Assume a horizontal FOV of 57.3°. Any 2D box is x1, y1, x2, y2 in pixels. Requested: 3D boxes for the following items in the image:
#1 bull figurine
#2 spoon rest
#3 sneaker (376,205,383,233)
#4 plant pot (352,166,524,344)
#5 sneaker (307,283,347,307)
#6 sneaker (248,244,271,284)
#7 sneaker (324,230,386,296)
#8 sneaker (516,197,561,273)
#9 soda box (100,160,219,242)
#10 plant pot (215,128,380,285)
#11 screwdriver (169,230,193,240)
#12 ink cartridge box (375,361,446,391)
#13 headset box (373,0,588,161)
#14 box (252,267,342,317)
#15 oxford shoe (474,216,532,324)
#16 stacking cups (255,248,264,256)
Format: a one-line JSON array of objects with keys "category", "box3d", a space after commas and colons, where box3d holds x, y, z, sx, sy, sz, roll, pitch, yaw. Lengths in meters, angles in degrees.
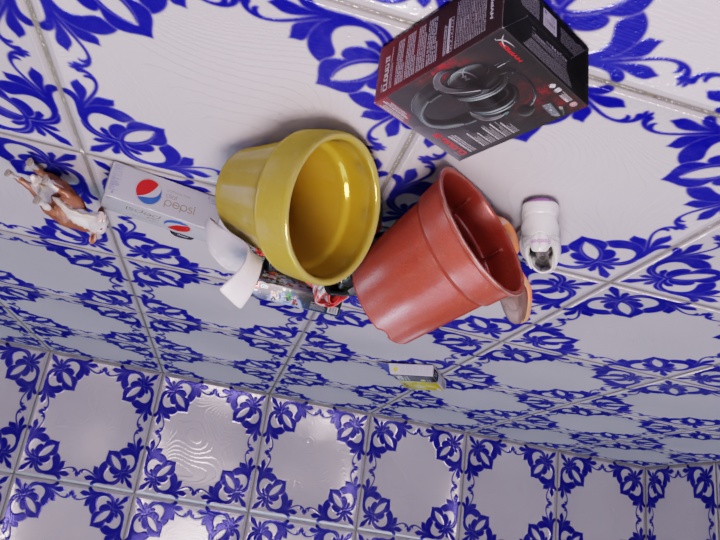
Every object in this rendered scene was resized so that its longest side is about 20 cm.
[{"category": "bull figurine", "box3d": [-0.516, -0.122, 1.126, 0.197, 0.066, 0.122, 28, 167, 32]}, {"category": "spoon rest", "box3d": [-0.174, -0.020, 0.921, 0.100, 0.060, 0.201, 47, -176, -30]}, {"category": "sneaker", "box3d": [-0.054, -0.092, 1.046, 0.193, 0.080, 0.082, -9, 163, -14]}, {"category": "plant pot", "box3d": [0.101, -0.006, 0.951, 0.193, 0.205, 0.199, -34, 139, 27]}, {"category": "sneaker", "box3d": [-0.091, 0.017, 1.314, 0.197, 0.111, 0.067, -8, 154, 39]}, {"category": "sneaker", "box3d": [-0.171, -0.047, 1.136, 0.075, 0.144, 0.200, 11, 160, -7]}, {"category": "sneaker", "box3d": [0.000, 0.000, 1.115, 0.081, 0.073, 0.199, -15, 165, -36]}, {"category": "sneaker", "box3d": [0.281, -0.031, 1.045, 0.072, 0.103, 0.200, -1, 159, 18]}, {"category": "soda box", "box3d": [-0.343, -0.116, 1.145, 0.195, 0.066, 0.068, 19, 158, -23]}, {"category": "plant pot", "box3d": [-0.099, -0.097, 0.931, 0.185, 0.206, 0.200, 13, 166, 38]}, {"category": "screwdriver", "box3d": [-0.373, -0.088, 1.229, 0.028, 0.029, 0.199, 5, 172, 21]}, {"category": "ink cartridge box", "box3d": [0.166, 0.347, 2.150, 0.194, 0.049, 0.198, -1, 158, 20]}, {"category": "headset box", "box3d": [0.119, -0.204, 0.704, 0.146, 0.080, 0.197, 24, 153, -35]}, {"category": "box", "box3d": [-0.142, 0.038, 1.398, 0.194, 0.039, 0.137, 14, -167, -14]}, {"category": "oxford shoe", "box3d": [0.226, 0.015, 1.076, 0.070, 0.072, 0.204, 16, 137, 50]}, {"category": "stacking cups", "box3d": [-0.086, -0.054, 1.114, 0.195, 0.063, 0.060, -1, 168, -35]}]
